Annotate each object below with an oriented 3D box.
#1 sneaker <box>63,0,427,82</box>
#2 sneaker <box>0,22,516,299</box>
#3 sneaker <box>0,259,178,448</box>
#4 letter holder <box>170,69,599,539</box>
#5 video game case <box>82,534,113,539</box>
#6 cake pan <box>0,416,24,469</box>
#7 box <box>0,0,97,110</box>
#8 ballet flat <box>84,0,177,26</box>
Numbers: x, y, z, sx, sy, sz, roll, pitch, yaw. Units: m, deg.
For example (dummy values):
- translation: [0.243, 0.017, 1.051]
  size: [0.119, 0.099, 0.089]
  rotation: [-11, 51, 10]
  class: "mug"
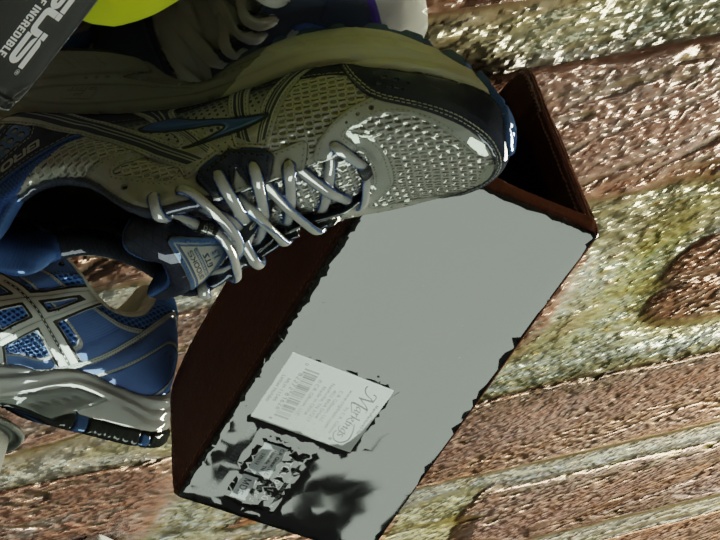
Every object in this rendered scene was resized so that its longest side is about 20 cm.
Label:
- translation: [-0.056, -0.087, 0.751]
  size: [0.146, 0.081, 0.200]
  rotation: [-23, 163, -3]
  class: "sneaker"
- translation: [-0.044, -0.027, 0.712]
  size: [0.199, 0.085, 0.077]
  rotation: [-4, 138, 17]
  class: "sneaker"
- translation: [-0.171, 0.023, 0.934]
  size: [0.199, 0.077, 0.076]
  rotation: [18, 173, -33]
  class: "sneaker"
- translation: [0.000, 0.000, 0.927]
  size: [0.100, 0.142, 0.200]
  rotation: [21, 121, -22]
  class: "letter holder"
- translation: [-0.200, 0.234, 1.432]
  size: [0.142, 0.018, 0.200]
  rotation: [-23, 156, 10]
  class: "video game case"
- translation: [-0.255, 0.085, 0.944]
  size: [0.199, 0.037, 0.200]
  rotation: [2, 165, 1]
  class: "cake pan"
- translation: [-0.085, -0.153, 0.522]
  size: [0.200, 0.043, 0.160]
  rotation: [-52, 152, 3]
  class: "box"
- translation: [-0.032, -0.148, 0.626]
  size: [0.200, 0.067, 0.067]
  rotation: [-39, -176, 16]
  class: "ballet flat"
